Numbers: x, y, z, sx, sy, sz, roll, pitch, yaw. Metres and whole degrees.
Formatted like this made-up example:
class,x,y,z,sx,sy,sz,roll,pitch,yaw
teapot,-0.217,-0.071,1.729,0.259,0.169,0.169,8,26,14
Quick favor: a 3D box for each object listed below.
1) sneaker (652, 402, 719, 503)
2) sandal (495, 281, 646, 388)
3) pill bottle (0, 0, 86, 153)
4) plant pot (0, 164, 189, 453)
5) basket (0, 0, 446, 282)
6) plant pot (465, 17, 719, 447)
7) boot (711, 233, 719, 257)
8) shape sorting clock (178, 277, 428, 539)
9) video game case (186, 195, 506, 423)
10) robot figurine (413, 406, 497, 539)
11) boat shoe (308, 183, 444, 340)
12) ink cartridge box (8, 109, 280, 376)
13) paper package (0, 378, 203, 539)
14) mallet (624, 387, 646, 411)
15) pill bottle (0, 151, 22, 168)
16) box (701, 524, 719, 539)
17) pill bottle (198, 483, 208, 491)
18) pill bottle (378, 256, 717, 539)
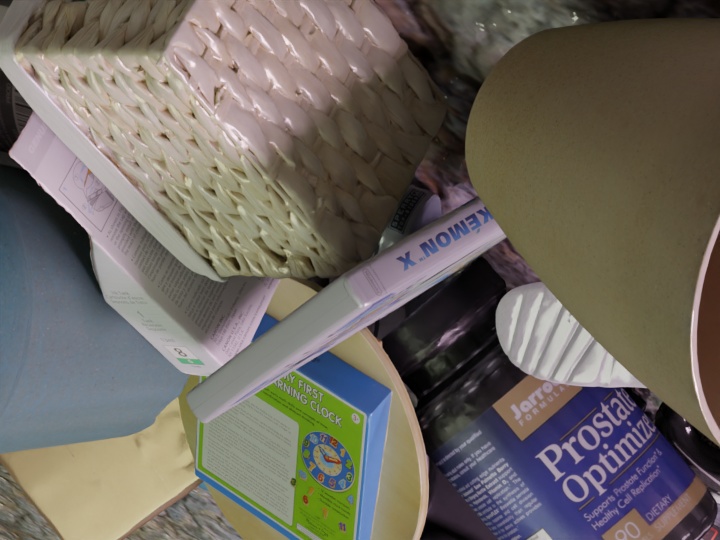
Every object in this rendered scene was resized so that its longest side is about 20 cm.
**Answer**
class,x,y,z,sx,sy,sz,roll,pitch,yaw
sneaker,0.252,0.117,1.352,0.200,0.066,0.091,25,161,21
sandal,0.172,0.023,1.253,0.207,0.059,0.079,5,117,30
pill bottle,-0.202,-0.125,1.350,0.200,0.113,0.113,18,156,30
plant pot,-0.208,0.021,1.341,0.200,0.200,0.196,11,-174,42
basket,-0.063,-0.098,1.201,0.123,0.136,0.200,6,148,40
plant pot,0.143,-0.036,1.033,0.200,0.187,0.187,30,165,46
boot,0.192,0.042,1.170,0.200,0.073,0.156,17,123,21
shape sorting clock,-0.035,0.094,1.390,0.200,0.039,0.200,25,128,37
video game case,0.019,0.005,1.222,0.022,0.182,0.200,58,147,3
robot figurine,0.024,0.156,1.558,0.150,0.125,0.200,-14,148,35
boat shoe,-0.002,0.003,1.428,0.086,0.075,0.202,25,156,15
ink cartridge box,-0.107,-0.062,1.296,0.050,0.161,0.200,-2,143,43
paper package,-0.158,0.055,1.527,0.191,0.103,0.200,-37,93,28
mallet,0.140,0.043,1.388,0.066,0.041,0.200,27,154,15
pill bottle,-0.248,-0.074,1.532,0.112,0.112,0.200,34,159,-9
box,0.154,0.139,1.519,0.200,0.040,0.137,33,178,-5
pill bottle,-0.070,0.121,1.740,0.200,0.109,0.109,20,157,23
pill bottle,0.101,0.095,1.353,0.200,0.112,0.112,50,159,2
